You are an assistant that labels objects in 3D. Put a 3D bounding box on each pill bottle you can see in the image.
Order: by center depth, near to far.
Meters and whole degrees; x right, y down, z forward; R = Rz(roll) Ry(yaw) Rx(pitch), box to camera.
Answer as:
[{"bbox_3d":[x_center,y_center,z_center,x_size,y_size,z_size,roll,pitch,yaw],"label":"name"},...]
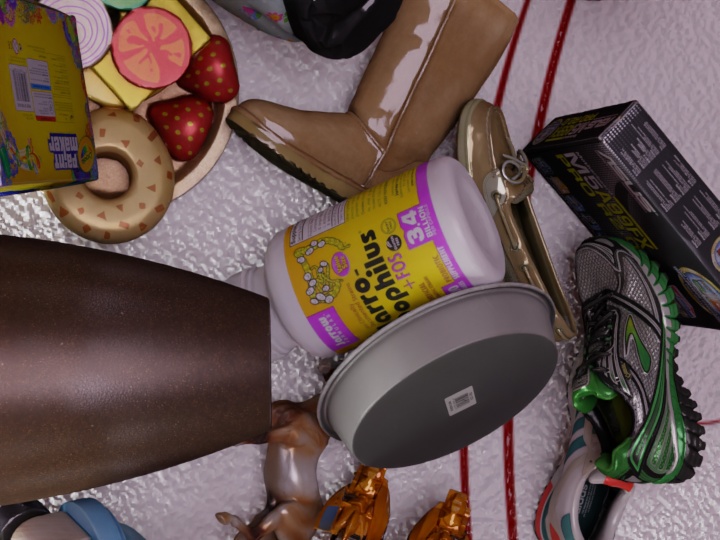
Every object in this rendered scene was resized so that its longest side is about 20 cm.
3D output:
[{"bbox_3d":[0.000,0.000,1.040,0.199,0.104,0.105,-24,98,18],"label":"pill bottle"}]

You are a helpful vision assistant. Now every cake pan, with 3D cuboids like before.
[{"bbox_3d":[0.065,0.085,1.049,0.199,0.201,0.037,-20,59,-13],"label":"cake pan"}]

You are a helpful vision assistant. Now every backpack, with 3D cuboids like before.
[{"bbox_3d":[-0.071,-0.254,1.005,0.200,0.167,0.126,38,66,22],"label":"backpack"}]

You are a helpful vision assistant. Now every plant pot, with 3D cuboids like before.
[{"bbox_3d":[-0.161,0.068,0.971,0.198,0.187,0.189,0,91,-4],"label":"plant pot"}]

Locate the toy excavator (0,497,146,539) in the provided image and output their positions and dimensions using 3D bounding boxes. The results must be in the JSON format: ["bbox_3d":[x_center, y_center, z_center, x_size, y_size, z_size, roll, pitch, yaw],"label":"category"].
[{"bbox_3d":[-0.158,0.251,1.012,0.198,0.100,0.196,-7,109,-33],"label":"toy excavator"}]

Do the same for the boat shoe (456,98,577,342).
[{"bbox_3d":[0.124,-0.039,1.107,0.063,0.073,0.203,-8,98,26],"label":"boat shoe"}]

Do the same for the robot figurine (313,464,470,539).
[{"bbox_3d":[0.014,0.223,1.026,0.144,0.200,0.059,21,119,5],"label":"robot figurine"}]

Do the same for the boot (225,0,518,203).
[{"bbox_3d":[0.009,-0.154,1.093,0.174,0.066,0.201,31,84,-26],"label":"boot"}]

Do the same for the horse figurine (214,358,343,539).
[{"bbox_3d":[-0.064,0.160,1.072,0.132,0.050,0.202,12,81,-45],"label":"horse figurine"}]

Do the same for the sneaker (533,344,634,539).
[{"bbox_3d":[0.202,0.141,1.130,0.070,0.093,0.202,18,87,-14],"label":"sneaker"}]

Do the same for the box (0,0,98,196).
[{"bbox_3d":[-0.298,-0.103,0.916,0.191,0.200,0.123,-8,94,7],"label":"box"}]

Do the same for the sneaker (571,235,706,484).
[{"bbox_3d":[0.201,0.065,1.079,0.084,0.078,0.202,0,66,-28],"label":"sneaker"}]

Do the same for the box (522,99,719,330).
[{"bbox_3d":[0.230,-0.039,1.100,0.044,0.160,0.200,-44,101,-9],"label":"box"}]

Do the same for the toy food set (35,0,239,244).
[{"bbox_3d":[-0.188,-0.138,1.048,0.200,0.049,0.198,-45,101,-9],"label":"toy food set"}]
